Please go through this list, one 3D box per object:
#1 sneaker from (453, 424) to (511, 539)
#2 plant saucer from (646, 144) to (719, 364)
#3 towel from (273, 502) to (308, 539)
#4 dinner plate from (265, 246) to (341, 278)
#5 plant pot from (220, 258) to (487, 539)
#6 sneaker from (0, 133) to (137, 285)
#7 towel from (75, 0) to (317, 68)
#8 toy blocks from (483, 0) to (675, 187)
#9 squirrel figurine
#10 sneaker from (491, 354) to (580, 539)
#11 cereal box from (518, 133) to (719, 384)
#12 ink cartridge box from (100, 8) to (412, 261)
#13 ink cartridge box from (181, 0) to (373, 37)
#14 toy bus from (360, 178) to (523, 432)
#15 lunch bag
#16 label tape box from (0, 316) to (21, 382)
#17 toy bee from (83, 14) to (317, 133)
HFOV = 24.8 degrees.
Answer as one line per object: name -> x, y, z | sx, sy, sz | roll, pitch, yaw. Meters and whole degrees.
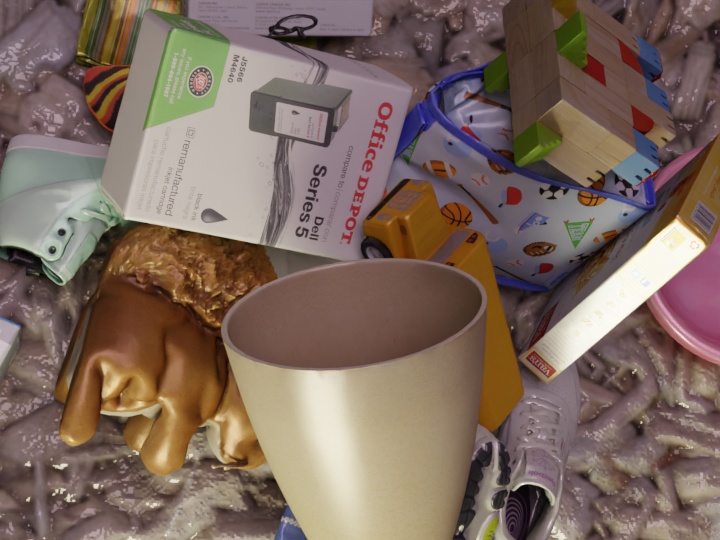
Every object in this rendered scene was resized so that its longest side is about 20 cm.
sneaker -> 0.058, 0.211, 1.285 | 0.077, 0.080, 0.201 | 11, 100, -43
plant saucer -> 0.327, -0.010, 1.431 | 0.200, 0.051, 0.202 | 3, 74, -12
towel -> 0.001, 0.151, 1.292 | 0.145, 0.024, 0.201 | 36, 64, -45
dinner plate -> 0.000, 0.000, 1.373 | 0.199, 0.024, 0.201 | 3, 76, -12
plant pot -> 0.006, 0.119, 1.172 | 0.186, 0.187, 0.201 | -13, 112, -15
sneaker -> -0.194, -0.037, 1.305 | 0.199, 0.074, 0.119 | 6, 68, 6
towel -> -0.138, -0.195, 1.397 | 0.199, 0.018, 0.086 | 12, 74, -9
toy blocks -> 0.176, -0.130, 1.227 | 0.136, 0.100, 0.201 | 30, 39, -27
squirrel figurine -> -0.121, 0.061, 1.263 | 0.186, 0.141, 0.201 | 19, 88, -14
sneaker -> 0.146, 0.149, 1.325 | 0.075, 0.100, 0.201 | 17, 72, -9
cereal box -> 0.217, -0.008, 1.306 | 0.040, 0.200, 0.144 | 42, 38, -4
ink cartridge box -> -0.078, -0.099, 1.237 | 0.199, 0.084, 0.146 | 10, 103, -25
ink cartridge box -> -0.063, -0.294, 1.356 | 0.162, 0.057, 0.201 | -2, 109, -15
toy bus -> 0.065, 0.029, 1.276 | 0.065, 0.078, 0.201 | -44, 132, -34
lunch bag -> 0.105, -0.079, 1.313 | 0.199, 0.170, 0.124 | 9, 58, -24
label tape box -> -0.367, 0.102, 1.246 | 0.143, 0.066, 0.201 | 27, 70, -4
toy bee -> -0.131, -0.130, 1.312 | 0.131, 0.200, 0.109 | -1, 81, -45
